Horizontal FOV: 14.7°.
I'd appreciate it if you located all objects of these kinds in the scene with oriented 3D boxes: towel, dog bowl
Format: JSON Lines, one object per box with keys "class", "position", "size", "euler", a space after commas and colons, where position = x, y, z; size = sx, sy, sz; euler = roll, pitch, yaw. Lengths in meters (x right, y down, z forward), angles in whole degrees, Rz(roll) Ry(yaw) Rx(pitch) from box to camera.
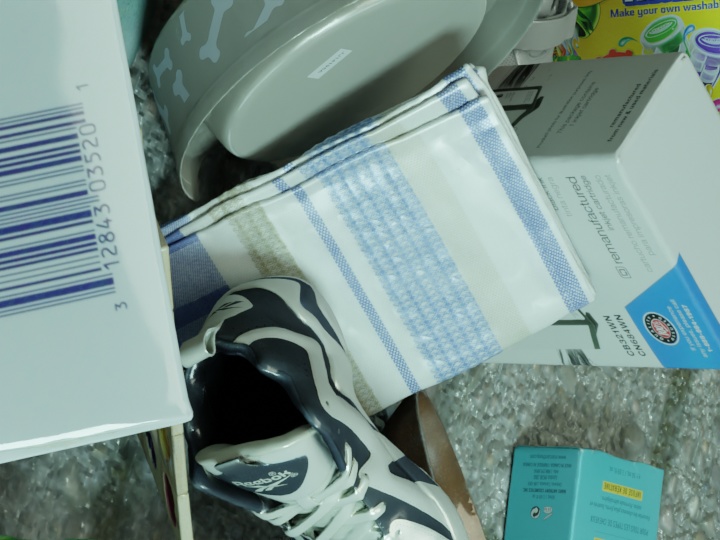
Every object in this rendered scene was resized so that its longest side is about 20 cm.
{"class": "towel", "position": [0.000, 0.000, 1.344], "size": [0.147, 0.200, 0.024], "euler": [58, 10, -28]}
{"class": "dog bowl", "position": [-0.012, -0.110, 1.320], "size": [0.200, 0.200, 0.059], "euler": [-12, 64, -48]}

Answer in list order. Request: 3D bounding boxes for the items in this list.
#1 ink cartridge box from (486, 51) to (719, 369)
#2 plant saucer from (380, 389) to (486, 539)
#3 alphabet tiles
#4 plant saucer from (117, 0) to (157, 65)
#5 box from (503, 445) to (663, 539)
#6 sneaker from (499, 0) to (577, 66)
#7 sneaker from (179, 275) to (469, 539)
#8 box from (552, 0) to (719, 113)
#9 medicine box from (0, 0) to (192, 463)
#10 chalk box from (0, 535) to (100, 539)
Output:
{"class": "ink cartridge box", "position": [0.100, -0.027, 1.424], "size": [0.146, 0.200, 0.084], "euler": [56, 52, -29]}
{"class": "plant saucer", "position": [0.047, 0.158, 1.414], "size": [0.200, 0.034, 0.201], "euler": [-19, 90, -84]}
{"class": "alphabet tiles", "position": [-0.101, -0.006, 1.196], "size": [0.008, 0.167, 0.200], "euler": [-12, 129, -13]}
{"class": "plant saucer", "position": [-0.149, -0.166, 1.271], "size": [0.201, 0.039, 0.202], "euler": [1, 88, -48]}
{"class": "box", "position": [0.117, 0.202, 1.546], "size": [0.082, 0.049, 0.200], "euler": [17, 76, -46]}
{"class": "sneaker", "position": [0.096, -0.156, 1.487], "size": [0.075, 0.115, 0.200], "euler": [-21, 104, -46]}
{"class": "sneaker", "position": [-0.023, 0.101, 1.267], "size": [0.199, 0.079, 0.130], "euler": [67, 22, 0]}
{"class": "box", "position": [0.220, -0.093, 1.547], "size": [0.122, 0.200, 0.193], "euler": [-5, 92, -60]}
{"class": "medicine box", "position": [-0.149, -0.031, 1.133], "size": [0.103, 0.200, 0.183], "euler": [-12, 99, -14]}
{"class": "chalk box", "position": [-0.169, 0.180, 1.176], "size": [0.200, 0.124, 0.125], "euler": [-4, 90, -49]}
